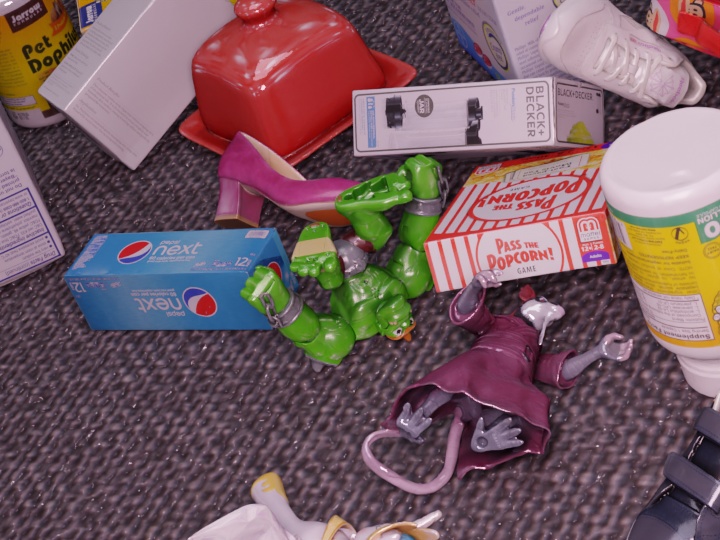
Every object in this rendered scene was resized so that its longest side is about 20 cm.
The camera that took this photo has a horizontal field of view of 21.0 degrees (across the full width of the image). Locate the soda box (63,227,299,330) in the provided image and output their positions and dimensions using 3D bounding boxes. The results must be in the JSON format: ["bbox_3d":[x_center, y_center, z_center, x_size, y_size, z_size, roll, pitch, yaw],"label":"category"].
[{"bbox_3d":[-0.161,0.009,1.743,0.200,0.068,0.064,-1,39,30],"label":"soda box"}]

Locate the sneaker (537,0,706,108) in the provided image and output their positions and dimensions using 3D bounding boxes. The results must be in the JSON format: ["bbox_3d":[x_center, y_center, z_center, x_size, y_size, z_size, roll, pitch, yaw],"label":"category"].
[{"bbox_3d":[0.234,-0.190,1.704,0.100,0.200,0.075,38,108,37],"label":"sneaker"}]

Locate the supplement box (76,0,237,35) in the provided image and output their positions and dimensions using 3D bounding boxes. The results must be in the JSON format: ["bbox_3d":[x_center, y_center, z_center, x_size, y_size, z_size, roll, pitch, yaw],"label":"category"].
[{"bbox_3d":[-0.196,-0.277,2.123,0.200,0.109,0.110,-21,34,2],"label":"supplement box"}]

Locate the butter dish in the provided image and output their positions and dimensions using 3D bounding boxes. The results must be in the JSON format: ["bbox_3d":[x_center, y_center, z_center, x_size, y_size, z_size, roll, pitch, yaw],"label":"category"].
[{"bbox_3d":[-0.083,-0.211,1.931,0.199,0.148,0.200,-37,37,-19],"label":"butter dish"}]

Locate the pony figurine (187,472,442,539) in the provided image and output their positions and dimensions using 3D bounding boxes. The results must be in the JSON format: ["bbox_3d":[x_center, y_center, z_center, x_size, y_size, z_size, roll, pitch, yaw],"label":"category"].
[{"bbox_3d":[-0.058,0.214,1.349,0.193,0.167,0.200,-34,19,-30],"label":"pony figurine"}]

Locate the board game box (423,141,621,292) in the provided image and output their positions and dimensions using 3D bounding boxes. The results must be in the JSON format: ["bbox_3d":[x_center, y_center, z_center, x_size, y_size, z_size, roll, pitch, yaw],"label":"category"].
[{"bbox_3d":[0.151,-0.048,1.610,0.151,0.046,0.200,-10,18,19],"label":"board game box"}]

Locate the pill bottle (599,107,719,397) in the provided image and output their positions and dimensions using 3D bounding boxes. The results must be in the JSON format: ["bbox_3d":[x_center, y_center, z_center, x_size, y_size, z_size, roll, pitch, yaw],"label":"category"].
[{"bbox_3d":[0.250,-0.008,1.405,0.113,0.200,0.113,-16,34,11],"label":"pill bottle"}]

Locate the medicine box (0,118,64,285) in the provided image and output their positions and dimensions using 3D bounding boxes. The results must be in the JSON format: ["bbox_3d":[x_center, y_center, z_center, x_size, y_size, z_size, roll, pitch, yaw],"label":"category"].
[{"bbox_3d":[-0.387,-0.111,1.910,0.103,0.200,0.182,-24,33,-6],"label":"medicine box"}]

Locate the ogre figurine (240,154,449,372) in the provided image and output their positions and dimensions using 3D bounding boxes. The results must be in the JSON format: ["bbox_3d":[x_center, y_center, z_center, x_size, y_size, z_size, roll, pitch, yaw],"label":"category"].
[{"bbox_3d":[0.000,0.000,1.616,0.098,0.120,0.200,9,46,33],"label":"ogre figurine"}]

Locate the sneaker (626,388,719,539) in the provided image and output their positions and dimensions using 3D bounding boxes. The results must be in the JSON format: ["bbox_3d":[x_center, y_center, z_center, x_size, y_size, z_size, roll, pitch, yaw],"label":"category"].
[{"bbox_3d":[0.251,0.130,1.327,0.200,0.080,0.078,-38,37,-18],"label":"sneaker"}]

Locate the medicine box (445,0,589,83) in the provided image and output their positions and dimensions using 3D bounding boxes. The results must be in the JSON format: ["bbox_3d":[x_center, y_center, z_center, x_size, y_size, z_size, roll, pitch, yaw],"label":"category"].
[{"bbox_3d":[0.144,-0.283,1.850,0.103,0.200,0.182,-27,33,-6],"label":"medicine box"}]

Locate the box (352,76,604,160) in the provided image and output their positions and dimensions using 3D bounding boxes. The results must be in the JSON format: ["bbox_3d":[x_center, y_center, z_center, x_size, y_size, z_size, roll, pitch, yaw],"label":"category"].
[{"bbox_3d":[0.106,-0.134,1.742,0.200,0.060,0.117,-2,0,28],"label":"box"}]

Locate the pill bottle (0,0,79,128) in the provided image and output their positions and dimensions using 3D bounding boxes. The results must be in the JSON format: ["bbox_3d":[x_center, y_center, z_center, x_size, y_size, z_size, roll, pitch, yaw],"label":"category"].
[{"bbox_3d":[-0.371,-0.263,2.125,0.109,0.200,0.109,-16,34,11],"label":"pill bottle"}]

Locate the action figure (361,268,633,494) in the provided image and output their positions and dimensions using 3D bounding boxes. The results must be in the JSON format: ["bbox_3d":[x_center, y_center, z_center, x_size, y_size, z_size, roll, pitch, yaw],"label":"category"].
[{"bbox_3d":[0.110,0.083,1.488,0.149,0.134,0.200,-54,0,34],"label":"action figure"}]

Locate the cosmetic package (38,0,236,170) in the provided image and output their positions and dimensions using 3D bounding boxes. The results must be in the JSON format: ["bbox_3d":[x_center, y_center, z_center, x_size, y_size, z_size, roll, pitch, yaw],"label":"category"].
[{"bbox_3d":[-0.220,-0.219,2.000,0.200,0.113,0.081,-50,36,-5],"label":"cosmetic package"}]

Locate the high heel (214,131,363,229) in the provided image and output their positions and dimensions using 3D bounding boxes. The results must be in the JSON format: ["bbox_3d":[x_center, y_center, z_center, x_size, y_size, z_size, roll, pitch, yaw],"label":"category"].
[{"bbox_3d":[-0.052,-0.090,1.798,0.200,0.067,0.096,-5,70,43],"label":"high heel"}]

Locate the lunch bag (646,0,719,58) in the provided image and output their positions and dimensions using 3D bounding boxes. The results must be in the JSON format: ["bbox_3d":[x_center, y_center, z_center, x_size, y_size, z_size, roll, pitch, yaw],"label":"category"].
[{"bbox_3d":[0.354,-0.226,1.701,0.200,0.082,0.176,23,37,25],"label":"lunch bag"}]
